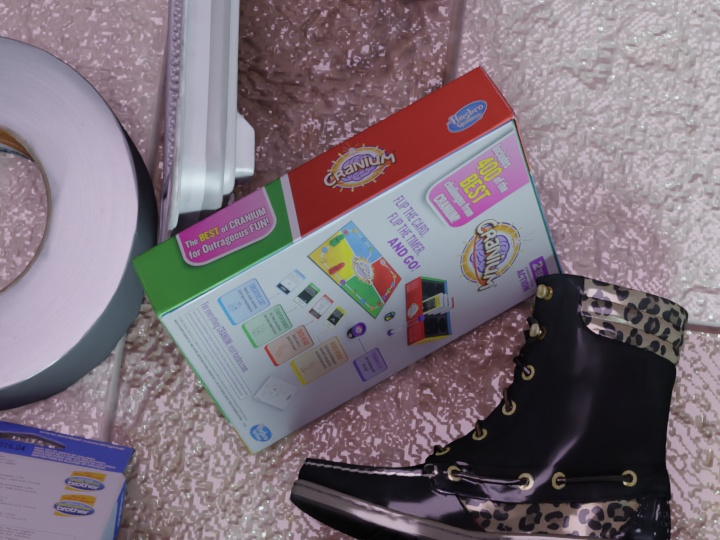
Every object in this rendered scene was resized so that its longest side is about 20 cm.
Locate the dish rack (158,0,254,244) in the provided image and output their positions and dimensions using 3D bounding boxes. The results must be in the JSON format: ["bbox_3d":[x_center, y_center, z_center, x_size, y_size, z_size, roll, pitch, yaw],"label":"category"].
[{"bbox_3d":[-0.081,-0.106,0.975,0.043,0.172,0.203,2,76,-8],"label":"dish rack"}]

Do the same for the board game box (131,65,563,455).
[{"bbox_3d":[0.000,0.000,0.952,0.199,0.153,0.041,-29,55,-3],"label":"board game box"}]

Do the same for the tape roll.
[{"bbox_3d":[-0.214,-0.025,1.018,0.198,0.066,0.203,-1,78,3],"label":"tape roll"}]

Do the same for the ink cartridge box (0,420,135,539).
[{"bbox_3d":[-0.190,0.142,0.935,0.118,0.200,0.042,9,117,1],"label":"ink cartridge box"}]

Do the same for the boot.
[{"bbox_3d":[0.073,0.078,0.974,0.201,0.074,0.156,10,76,2],"label":"boot"}]
